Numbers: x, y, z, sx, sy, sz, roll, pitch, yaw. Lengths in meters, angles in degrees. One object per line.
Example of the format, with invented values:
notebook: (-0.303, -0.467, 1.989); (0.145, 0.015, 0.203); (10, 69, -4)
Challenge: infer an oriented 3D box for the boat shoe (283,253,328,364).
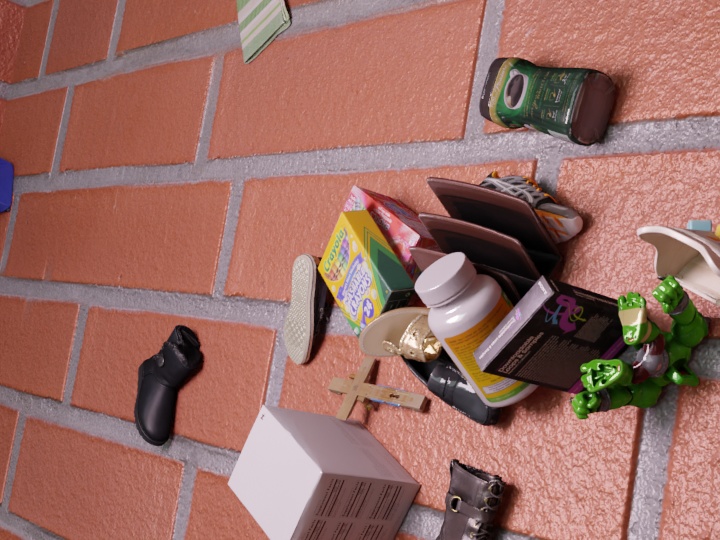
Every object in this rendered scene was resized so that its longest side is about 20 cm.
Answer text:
boat shoe: (-0.088, 0.068, 1.905); (0.074, 0.062, 0.202); (23, 112, 45)

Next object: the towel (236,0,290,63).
towel: (-0.204, -0.549, 2.259); (0.152, 0.023, 0.202); (-33, 56, 40)

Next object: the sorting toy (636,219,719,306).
sorting toy: (0.408, -0.008, 1.247); (0.200, 0.179, 0.108); (36, 106, 48)

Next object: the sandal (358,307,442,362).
sandal: (0.098, 0.097, 1.579); (0.210, 0.078, 0.070); (-11, 29, 5)

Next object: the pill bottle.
pill bottle: (0.161, 0.077, 1.482); (0.111, 0.201, 0.111); (-32, 19, 13)

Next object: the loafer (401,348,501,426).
loafer: (0.130, 0.166, 1.601); (0.200, 0.070, 0.069); (40, 125, 48)

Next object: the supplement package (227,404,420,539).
supplement package: (-0.058, 0.327, 1.679); (0.191, 0.199, 0.148); (39, 108, 48)

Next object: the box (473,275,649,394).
box: (0.256, 0.086, 1.382); (0.143, 0.199, 0.036); (-51, 45, 26)

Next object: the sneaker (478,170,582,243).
sneaker: (0.235, -0.097, 1.566); (0.199, 0.078, 0.078); (19, 69, 42)

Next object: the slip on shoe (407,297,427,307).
slip on shoe: (0.091, 0.078, 1.668); (0.199, 0.061, 0.074); (-22, 104, 44)

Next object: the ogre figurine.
ogre figurine: (0.348, 0.104, 1.331); (0.098, 0.119, 0.202); (26, 97, 54)

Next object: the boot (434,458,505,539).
boot: (0.162, 0.367, 1.509); (0.199, 0.069, 0.176); (25, 99, 52)

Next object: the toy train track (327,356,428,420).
toy train track: (0.030, 0.201, 1.743); (0.199, 0.033, 0.115); (6, 60, 44)

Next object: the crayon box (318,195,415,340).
crayon box: (0.000, 0.000, 1.674); (0.201, 0.051, 0.126); (59, 141, 34)

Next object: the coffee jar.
coffee jar: (0.261, -0.246, 1.567); (0.199, 0.085, 0.105); (24, 101, 49)

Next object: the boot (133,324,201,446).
boot: (-0.383, 0.227, 2.189); (0.168, 0.076, 0.202); (-43, 43, 38)

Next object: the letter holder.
letter holder: (0.162, -0.043, 1.544); (0.199, 0.142, 0.101); (19, 64, 46)

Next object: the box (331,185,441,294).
box: (0.055, -0.046, 1.738); (0.200, 0.099, 0.096); (41, 110, 47)

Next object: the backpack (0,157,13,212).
backpack: (-1.103, -0.241, 3.096); (0.199, 0.168, 0.164); (-17, 59, 29)
